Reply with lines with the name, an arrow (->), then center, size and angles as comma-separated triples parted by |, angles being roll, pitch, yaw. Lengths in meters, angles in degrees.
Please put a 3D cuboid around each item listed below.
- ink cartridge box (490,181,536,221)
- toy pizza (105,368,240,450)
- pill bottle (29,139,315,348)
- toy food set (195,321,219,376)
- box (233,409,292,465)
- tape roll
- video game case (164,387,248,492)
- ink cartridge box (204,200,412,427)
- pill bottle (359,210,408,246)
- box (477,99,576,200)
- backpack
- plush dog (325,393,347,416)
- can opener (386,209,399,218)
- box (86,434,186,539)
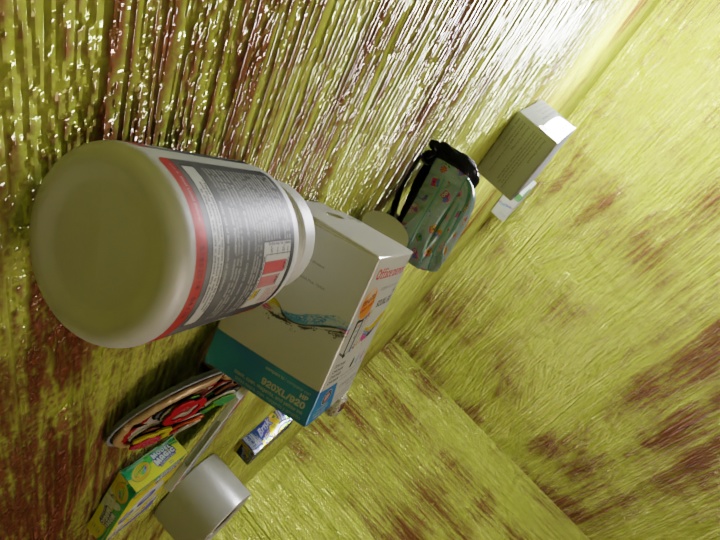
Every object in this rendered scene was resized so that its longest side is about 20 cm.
ink cartridge box -> 0.735, -0.352, 2.667 | 0.145, 0.087, 0.201 | -39, 165, -34
toy pizza -> -0.238, 0.190, 0.745 | 0.198, 0.032, 0.201 | -30, 166, -8
pill bottle -> -0.112, -0.022, 0.395 | 0.116, 0.116, 0.199 | -50, 169, 17
toy food set -> -0.156, 0.090, 0.805 | 0.197, 0.049, 0.201 | -40, 166, -37
box -> -0.286, 0.491, 1.677 | 0.199, 0.064, 0.071 | -33, 162, -52
tape roll -> -0.392, 0.584, 1.383 | 0.203, 0.139, 0.203 | -46, 170, -11
video game case -> -0.282, 0.308, 1.045 | 0.201, 0.017, 0.143 | -53, 180, -4
ink cartridge box -> -0.054, 0.037, 0.644 | 0.203, 0.143, 0.147 | -65, 165, 12
pill bottle -> 0.000, 0.000, 0.929 | 0.112, 0.112, 0.201 | -36, 165, -44
box -> 0.444, -0.325, 1.487 | 0.198, 0.131, 0.201 | -36, 164, -49
backpack -> 0.129, -0.103, 0.976 | 0.203, 0.125, 0.167 | -62, 163, -1
plush dog -> -0.127, 0.287, 1.479 | 0.170, 0.158, 0.205 | -7, 113, -52
can opener -> 0.058, -0.067, 1.119 | 0.053, 0.067, 0.201 | -44, 156, -8
box -> -0.368, 0.358, 0.925 | 0.201, 0.048, 0.117 | -55, 168, 28
